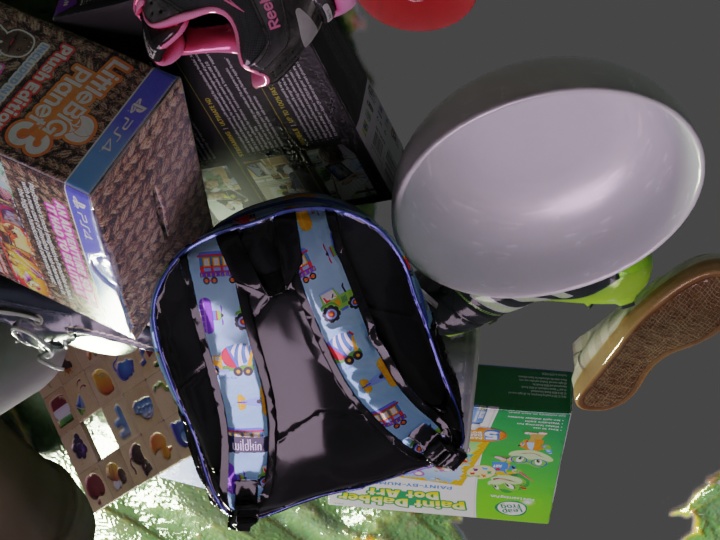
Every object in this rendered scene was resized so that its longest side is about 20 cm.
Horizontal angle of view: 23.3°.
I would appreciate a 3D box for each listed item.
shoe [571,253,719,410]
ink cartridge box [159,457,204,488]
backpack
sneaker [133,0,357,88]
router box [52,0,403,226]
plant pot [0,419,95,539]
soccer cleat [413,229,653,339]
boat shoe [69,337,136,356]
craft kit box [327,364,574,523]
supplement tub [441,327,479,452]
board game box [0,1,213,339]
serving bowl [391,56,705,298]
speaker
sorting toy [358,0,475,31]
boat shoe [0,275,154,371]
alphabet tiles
[{"bbox_3d":[0.209,0.036,1.273,0.070,0.054,0.200,9,146,-23],"label":"shoe"},{"bbox_3d":[-0.115,0.121,1.457,0.094,0.044,0.200,15,145,-10],"label":"ink cartridge box"},{"bbox_3d":[-0.041,0.039,1.108,0.182,0.135,0.201,-18,116,4],"label":"backpack"},{"bbox_3d":[-0.103,-0.162,0.946,0.199,0.096,0.079,28,171,23],"label":"sneaker"},{"bbox_3d":[-0.077,-0.115,1.085,0.149,0.051,0.200,-8,137,21],"label":"router box"},{"bbox_3d":[-0.352,0.195,1.503,0.199,0.200,0.174,-9,126,21],"label":"plant pot"},{"bbox_3d":[0.105,-0.003,1.232,0.199,0.068,0.081,-10,132,14],"label":"soccer cleat"},{"bbox_3d":[-0.229,-0.015,1.252,0.070,0.072,0.201,-24,128,38],"label":"boat shoe"},{"bbox_3d":[0.070,0.144,1.464,0.199,0.049,0.198,4,148,3],"label":"craft kit box"},{"bbox_3d":[-0.015,0.078,1.310,0.199,0.123,0.123,6,146,0],"label":"supplement tub"},{"bbox_3d":[-0.207,-0.072,1.076,0.199,0.097,0.160,24,152,17],"label":"board game box"},{"bbox_3d":[0.114,-0.067,1.109,0.199,0.066,0.200,-7,142,-5],"label":"serving bowl"},{"bbox_3d":[-0.275,0.069,1.232,0.081,0.082,0.200,0,-172,9],"label":"speaker"},{"bbox_3d":[0.042,-0.216,0.916,0.200,0.070,0.199,-23,136,35],"label":"sorting toy"},{"bbox_3d":[-0.218,0.024,1.165,0.199,0.062,0.075,16,-174,-1],"label":"boat shoe"},{"bbox_3d":[-0.186,0.078,1.328,0.008,0.168,0.200,-18,169,-45],"label":"alphabet tiles"}]
